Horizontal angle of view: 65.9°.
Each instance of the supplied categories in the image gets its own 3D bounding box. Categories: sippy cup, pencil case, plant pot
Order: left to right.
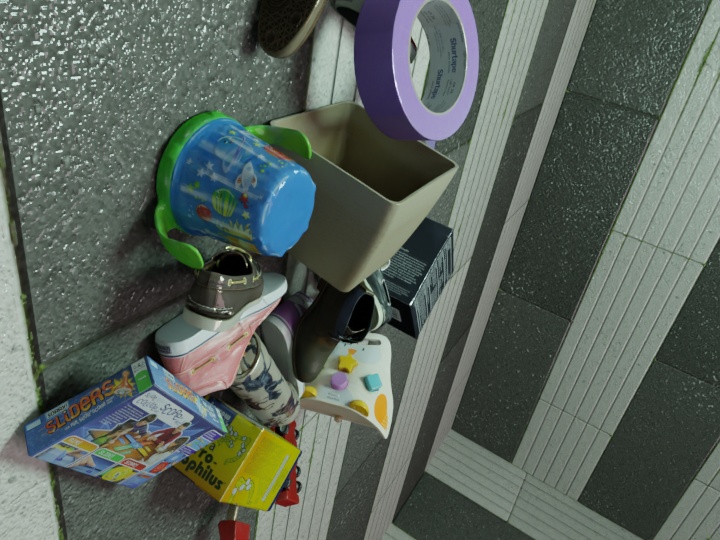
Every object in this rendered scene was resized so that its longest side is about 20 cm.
[{"bbox_3d":[-0.123,-0.082,0.593,0.181,0.128,0.139,-66,158,2],"label":"sippy cup"},{"bbox_3d":[-0.154,0.159,0.816,0.078,0.089,0.202,-46,148,-19],"label":"pencil case"},{"bbox_3d":[-0.012,-0.095,0.773,0.199,0.198,0.179,-36,153,-51],"label":"plant pot"}]

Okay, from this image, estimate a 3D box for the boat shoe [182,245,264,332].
[{"bbox_3d":[-0.149,0.008,0.641,0.200,0.070,0.061,-77,-175,-76],"label":"boat shoe"}]

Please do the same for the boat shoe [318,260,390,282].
[{"bbox_3d":[-0.003,-0.008,1.024,0.199,0.068,0.072,-28,139,-56],"label":"boat shoe"}]

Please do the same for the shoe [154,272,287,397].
[{"bbox_3d":[-0.168,0.081,0.716,0.199,0.070,0.093,-35,130,-44],"label":"shoe"}]

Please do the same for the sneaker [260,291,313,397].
[{"bbox_3d":[-0.103,0.126,0.932,0.115,0.071,0.204,-49,153,-43],"label":"sneaker"}]

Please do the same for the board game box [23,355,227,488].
[{"bbox_3d":[-0.245,0.177,0.615,0.133,0.035,0.201,-29,150,-8],"label":"board game box"}]

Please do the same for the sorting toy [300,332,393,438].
[{"bbox_3d":[-0.023,0.190,1.048,0.108,0.195,0.182,83,22,-50],"label":"sorting toy"}]

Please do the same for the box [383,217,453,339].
[{"bbox_3d":[0.116,0.012,1.249,0.200,0.122,0.201,-57,158,-19],"label":"box"}]

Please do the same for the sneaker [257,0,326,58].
[{"bbox_3d":[-0.046,-0.320,0.611,0.204,0.069,0.075,-67,159,3],"label":"sneaker"}]

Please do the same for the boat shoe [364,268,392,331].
[{"bbox_3d":[0.002,-0.001,0.905,0.065,0.202,0.074,-3,151,-50],"label":"boat shoe"}]

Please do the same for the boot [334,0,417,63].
[{"bbox_3d":[0.048,-0.386,0.766,0.199,0.071,0.147,11,101,-64],"label":"boot"}]

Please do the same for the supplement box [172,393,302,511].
[{"bbox_3d":[-0.184,0.284,0.851,0.111,0.107,0.201,-58,157,-18],"label":"supplement box"}]

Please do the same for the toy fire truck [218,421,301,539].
[{"bbox_3d":[-0.174,0.365,0.965,0.049,0.138,0.204,53,24,-52],"label":"toy fire truck"}]

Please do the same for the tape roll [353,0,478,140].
[{"bbox_3d":[0.078,-0.275,0.723,0.198,0.065,0.205,-15,110,-48],"label":"tape roll"}]

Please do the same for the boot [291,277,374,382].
[{"bbox_3d":[-0.043,0.093,0.826,0.073,0.097,0.204,13,102,-33],"label":"boot"}]

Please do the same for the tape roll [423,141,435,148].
[{"bbox_3d":[0.048,-0.180,0.952,0.201,0.084,0.202,-50,154,-35],"label":"tape roll"}]
